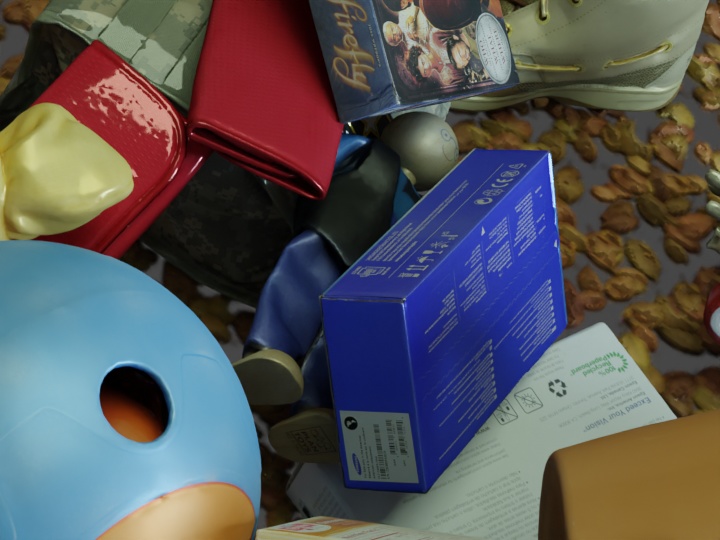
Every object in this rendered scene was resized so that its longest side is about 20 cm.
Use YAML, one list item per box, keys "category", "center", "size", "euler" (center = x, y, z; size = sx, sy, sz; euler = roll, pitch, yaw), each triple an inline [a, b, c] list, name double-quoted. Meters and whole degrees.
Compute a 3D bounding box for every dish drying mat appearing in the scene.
- category: "dish drying mat"
  center: [-0.159, -0.009, 1.361]
  size: [0.077, 0.018, 0.200]
  euler: [41, 78, 4]
- category: "dish drying mat"
  center: [-0.036, -0.118, 1.430]
  size: [0.077, 0.018, 0.200]
  euler: [24, 43, -14]

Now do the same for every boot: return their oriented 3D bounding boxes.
- category: "boot"
  center: [0.107, -0.156, 1.590]
  size: [0.199, 0.156, 0.073]
  euler: [3, 50, -21]

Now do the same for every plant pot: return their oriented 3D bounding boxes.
- category: "plant pot"
  center: [0.152, 0.145, 1.288]
  size: [0.140, 0.200, 0.200]
  euler: [-1, 50, -2]

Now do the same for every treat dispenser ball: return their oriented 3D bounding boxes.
- category: "treat dispenser ball"
  center: [-0.141, 0.088, 1.238]
  size: [0.200, 0.201, 0.201]
  euler: [12, 48, -14]

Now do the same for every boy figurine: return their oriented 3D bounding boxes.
- category: "boy figurine"
  center: [-0.199, -0.030, 1.298]
  size: [0.200, 0.125, 0.064]
  euler: [-19, 35, -15]

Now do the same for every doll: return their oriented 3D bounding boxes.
- category: "doll"
  center: [0.000, 0.000, 1.413]
  size: [0.137, 0.048, 0.200]
  euler: [50, 44, -27]

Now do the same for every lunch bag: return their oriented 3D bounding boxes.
- category: "lunch bag"
  center: [-0.059, -0.088, 1.489]
  size: [0.200, 0.118, 0.164]
  euler: [34, 48, -2]

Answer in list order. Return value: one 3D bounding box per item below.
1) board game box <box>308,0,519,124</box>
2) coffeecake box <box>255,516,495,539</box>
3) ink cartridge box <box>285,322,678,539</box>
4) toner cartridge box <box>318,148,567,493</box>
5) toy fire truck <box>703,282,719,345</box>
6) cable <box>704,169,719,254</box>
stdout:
- category: "board game box"
  center: [0.010, -0.177, 1.441]
  size: [0.135, 0.035, 0.201]
  euler: [-17, 93, -60]
- category: "coffeecake box"
  center: [0.054, 0.188, 1.189]
  size: [0.199, 0.154, 0.073]
  euler: [6, 1, 21]
- category: "ink cartridge box"
  center: [0.097, 0.138, 1.412]
  size: [0.199, 0.041, 0.200]
  euler: [-21, 63, -35]
- category: "toner cartridge box"
  center: [0.042, 0.019, 1.393]
  size: [0.043, 0.095, 0.200]
  euler: [3, 22, 23]
- category: "toy fire truck"
  center: [0.291, 0.016, 1.491]
  size: [0.168, 0.200, 0.112]
  euler: [43, 28, -7]
- category: "cable"
  center: [0.266, 0.009, 1.581]
  size: [0.200, 0.050, 0.097]
  euler: [25, 19, 2]
